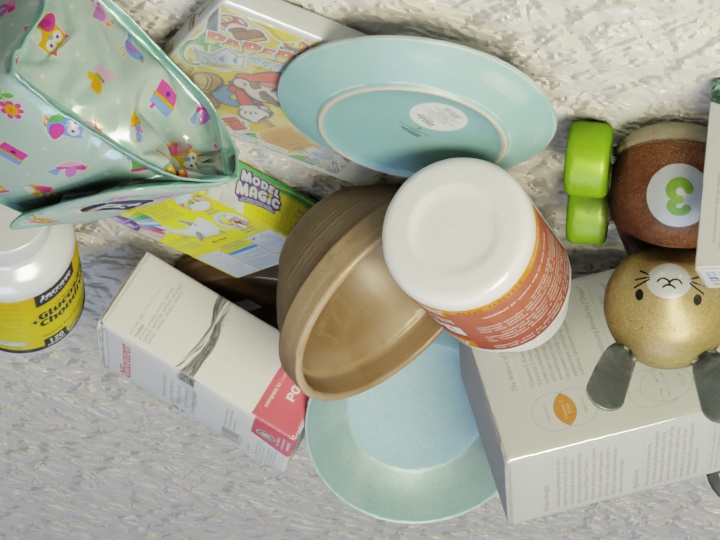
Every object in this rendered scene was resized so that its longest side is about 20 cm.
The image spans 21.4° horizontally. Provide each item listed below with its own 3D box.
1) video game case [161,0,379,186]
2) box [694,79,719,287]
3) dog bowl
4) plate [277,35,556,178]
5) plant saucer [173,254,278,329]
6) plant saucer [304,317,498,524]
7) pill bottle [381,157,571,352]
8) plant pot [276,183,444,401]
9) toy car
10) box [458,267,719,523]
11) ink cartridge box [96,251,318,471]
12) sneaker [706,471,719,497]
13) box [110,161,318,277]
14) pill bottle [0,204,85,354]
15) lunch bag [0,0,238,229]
[{"bbox_3d":[-0.044,-0.130,1.381,0.200,0.023,0.182,20,154,-21],"label":"video game case"},{"bbox_3d":[0.321,-0.063,1.235,0.200,0.145,0.036,-3,154,25],"label":"box"},{"bbox_3d":[0.093,0.143,1.781,0.200,0.059,0.200,-11,-171,2],"label":"dog bowl"},{"bbox_3d":[0.038,-0.105,1.349,0.200,0.026,0.200,8,157,4],"label":"plate"},{"bbox_3d":[-0.076,0.030,1.748,0.200,0.030,0.200,9,157,4],"label":"plant saucer"},{"bbox_3d":[0.051,0.124,1.651,0.201,0.039,0.201,-2,114,-4],"label":"plant saucer"},{"bbox_3d":[0.094,-0.002,1.415,0.112,0.112,0.200,2,165,18],"label":"pill bottle"},{"bbox_3d":[0.000,0.000,1.515,0.093,0.201,0.201,44,171,28],"label":"plant pot"},{"bbox_3d":[0.222,0.009,1.367,0.164,0.200,0.158,5,156,10],"label":"toy car"},{"bbox_3d":[0.192,0.093,1.534,0.200,0.152,0.106,-14,145,-3],"label":"box"},{"bbox_3d":[-0.130,0.084,1.705,0.200,0.085,0.146,29,162,3],"label":"ink cartridge box"},{"bbox_3d":[0.410,0.172,1.695,0.200,0.075,0.115,12,154,-31],"label":"sneaker"},{"bbox_3d":[-0.142,-0.060,1.549,0.200,0.048,0.117,25,153,-35],"label":"box"},{"bbox_3d":[-0.298,-0.011,1.637,0.112,0.112,0.200,10,157,0],"label":"pill bottle"},{"bbox_3d":[-0.205,-0.103,1.366,0.170,0.122,0.200,-14,138,43],"label":"lunch bag"}]
